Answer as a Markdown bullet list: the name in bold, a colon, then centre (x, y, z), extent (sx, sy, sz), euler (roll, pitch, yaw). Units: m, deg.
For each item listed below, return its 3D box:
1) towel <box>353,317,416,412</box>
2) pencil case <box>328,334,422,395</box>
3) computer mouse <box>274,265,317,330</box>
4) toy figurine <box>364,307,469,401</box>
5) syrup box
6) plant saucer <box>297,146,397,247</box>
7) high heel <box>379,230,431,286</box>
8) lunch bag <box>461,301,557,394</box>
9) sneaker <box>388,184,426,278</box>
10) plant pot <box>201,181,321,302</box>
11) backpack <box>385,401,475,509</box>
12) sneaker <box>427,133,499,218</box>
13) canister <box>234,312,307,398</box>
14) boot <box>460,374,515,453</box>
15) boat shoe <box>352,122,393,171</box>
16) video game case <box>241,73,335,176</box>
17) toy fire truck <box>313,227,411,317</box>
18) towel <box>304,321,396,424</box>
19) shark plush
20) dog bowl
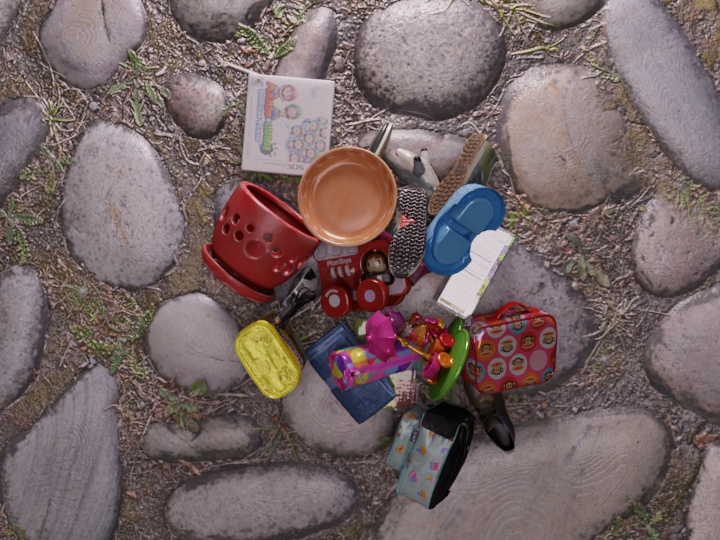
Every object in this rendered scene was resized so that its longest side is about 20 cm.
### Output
- **towel**: centre (0.048, 0.203, 1.635), extent (0.143, 0.023, 0.201), euler (3, 94, 2)
- **pencil case**: centre (0.033, 0.183, 1.540), extent (0.199, 0.088, 0.089), euler (-13, 95, -31)
- **computer mouse**: centre (-0.117, 0.047, 1.542), extent (0.044, 0.200, 0.110), euler (38, 109, -9)
- **toy figurine**: centre (0.098, 0.128, 1.487), extent (0.183, 0.200, 0.150), euler (26, 129, -8)
- **syrup box**: centre (0.233, -0.004, 1.586), extent (0.081, 0.079, 0.201), euler (28, 94, -1)
- **plant saucer**: centre (-0.025, -0.144, 1.520), extent (0.199, 0.037, 0.201), euler (-1, 84, 8)
- **high heel**: centre (0.075, -0.066, 1.603), extent (0.200, 0.067, 0.096), euler (43, 69, 9)
- **lunch bag**: centre (0.303, 0.150, 1.562), extent (0.199, 0.082, 0.177), euler (-7, 106, -19)
- **sneaker**: centre (0.097, -0.064, 1.505), extent (0.070, 0.094, 0.201), euler (5, 64, 7)
- **plant pot**: centre (-0.208, -0.051, 1.536), extent (0.200, 0.200, 0.183), euler (38, 97, -1)
- **backpack**: centre (0.138, 0.377, 1.572), extent (0.153, 0.176, 0.201), euler (14, 96, 17)
- **sneaker**: centre (0.220, -0.173, 1.561), extent (0.090, 0.067, 0.201), euler (39, 77, -36)
- **canister**: centre (-0.175, 0.163, 1.549), extent (0.086, 0.200, 0.149), euler (-33, 93, 4)
- **boot**: centre (0.273, 0.287, 1.597), extent (0.074, 0.097, 0.201), euler (-29, 93, 3)
- **boat shoe**: centre (0.002, -0.222, 1.580), extent (0.066, 0.074, 0.200), euler (27, 100, 7)
- **video game case**: centre (-0.151, -0.302, 1.602), extent (0.181, 0.024, 0.201), euler (5, 94, 1)
- **toy fire truck**: centre (0.000, 0.000, 1.554), extent (0.199, 0.112, 0.169), euler (-10, 91, 28)
- **towel**: centre (-0.020, 0.217, 1.603), extent (0.111, 0.049, 0.200), euler (-37, 92, 4)
- **shark plush**: centre (0.127, -0.170, 1.604), extent (0.083, 0.091, 0.200), euler (-22, 115, 22)
- **dog bowl**: centre (0.196, -0.084, 1.506), extent (0.111, 0.050, 0.200), euler (30, 106, -29)
